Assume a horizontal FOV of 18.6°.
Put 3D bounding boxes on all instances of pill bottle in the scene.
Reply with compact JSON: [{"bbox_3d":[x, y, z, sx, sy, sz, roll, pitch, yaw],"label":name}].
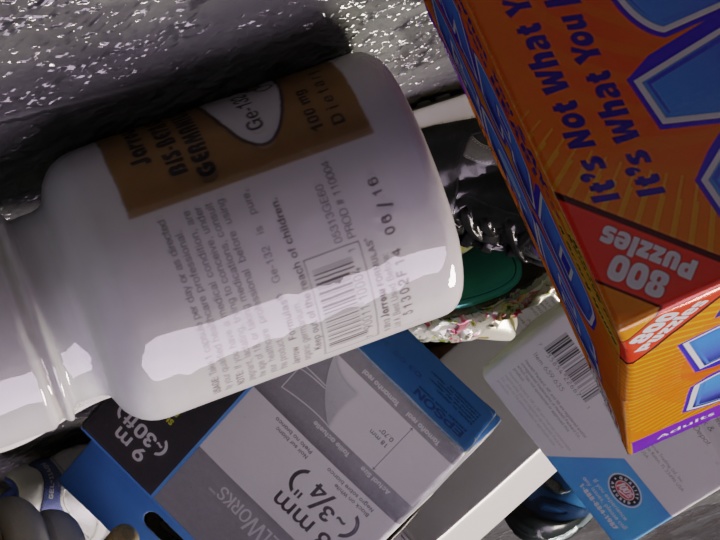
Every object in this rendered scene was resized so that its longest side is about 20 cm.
[{"bbox_3d":[-0.070,-0.004,0.879,0.200,0.115,0.114,-20,163,-8],"label":"pill bottle"}]

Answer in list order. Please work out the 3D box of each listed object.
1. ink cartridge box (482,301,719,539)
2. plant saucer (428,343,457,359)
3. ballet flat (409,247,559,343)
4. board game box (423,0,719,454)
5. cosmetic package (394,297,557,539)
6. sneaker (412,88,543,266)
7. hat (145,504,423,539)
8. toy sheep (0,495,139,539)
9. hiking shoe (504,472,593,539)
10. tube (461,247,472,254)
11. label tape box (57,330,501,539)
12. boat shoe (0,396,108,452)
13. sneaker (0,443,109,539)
[{"bbox_3d":[0.169,0.034,1.053,0.200,0.116,0.067,-39,179,39],"label":"ink cartridge box"},{"bbox_3d":[0.039,0.090,1.437,0.200,0.032,0.200,-20,163,-6],"label":"plant saucer"},{"bbox_3d":[0.088,0.001,1.149,0.200,0.076,0.064,-22,130,0],"label":"ballet flat"},{"bbox_3d":[0.141,-0.081,0.762,0.200,0.200,0.200,-24,163,1],"label":"board game box"},{"bbox_3d":[0.086,0.083,1.285,0.200,0.085,0.108,-39,165,-11],"label":"cosmetic package"},{"bbox_3d":[0.066,-0.036,0.996,0.200,0.088,0.076,-22,163,-1],"label":"sneaker"},{"bbox_3d":[-0.058,0.094,1.155,0.200,0.201,0.081,-28,132,18],"label":"hat"},{"bbox_3d":[-0.174,0.174,1.088,0.200,0.138,0.138,15,147,-22],"label":"toy sheep"},{"bbox_3d":[0.156,0.093,1.458,0.200,0.074,0.087,-52,165,-30],"label":"hiking shoe"},{"bbox_3d":[0.000,0.000,1.094,0.200,0.052,0.058,-29,-154,11],"label":"tube"},{"bbox_3d":[-0.053,0.095,1.056,0.200,0.144,0.063,-48,175,23],"label":"label tape box"},{"bbox_3d":[-0.136,0.029,0.962,0.200,0.071,0.069,-17,160,0],"label":"boat shoe"},{"bbox_3d":[-0.187,0.157,1.308,0.088,0.075,0.200,-7,149,-22],"label":"sneaker"}]
